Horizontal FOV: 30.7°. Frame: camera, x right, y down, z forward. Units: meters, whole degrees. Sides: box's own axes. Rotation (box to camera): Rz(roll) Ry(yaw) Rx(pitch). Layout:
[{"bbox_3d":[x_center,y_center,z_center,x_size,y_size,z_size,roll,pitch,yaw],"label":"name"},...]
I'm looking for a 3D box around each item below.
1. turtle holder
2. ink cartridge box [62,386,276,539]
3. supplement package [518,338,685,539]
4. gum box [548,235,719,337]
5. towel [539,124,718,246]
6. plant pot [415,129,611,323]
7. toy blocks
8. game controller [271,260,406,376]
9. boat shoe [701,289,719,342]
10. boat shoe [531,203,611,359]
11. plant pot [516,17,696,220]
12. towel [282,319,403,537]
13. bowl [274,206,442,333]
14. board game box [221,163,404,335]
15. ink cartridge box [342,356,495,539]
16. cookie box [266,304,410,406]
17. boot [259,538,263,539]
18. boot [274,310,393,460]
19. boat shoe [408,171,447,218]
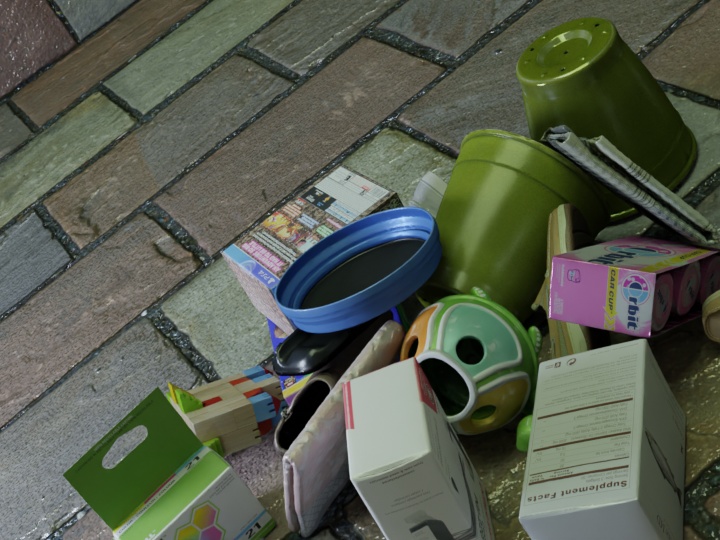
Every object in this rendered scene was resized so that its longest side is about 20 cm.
[{"bbox_3d":[0.118,0.120,1.391,0.140,0.187,0.132,-26,1,29],"label":"turtle holder"},{"bbox_3d":[-0.210,0.255,1.453,0.148,0.201,0.076,-43,33,-15],"label":"ink cartridge box"},{"bbox_3d":[0.231,0.183,1.230,0.116,0.117,0.201,-15,36,26],"label":"supplement package"},{"bbox_3d":[0.293,0.012,1.358,0.113,0.067,0.199,10,14,35],"label":"gum box"},{"bbox_3d":[0.292,-0.100,1.444,0.035,0.199,0.193,-55,4,6],"label":"towel"},{"bbox_3d":[0.161,-0.026,1.537,0.199,0.200,0.194,11,64,49],"label":"plant pot"},{"bbox_3d":[-0.152,0.173,1.622,0.135,0.101,0.200,-18,12,-16],"label":"toy blocks"},{"bbox_3d":[-0.013,0.052,1.473,0.200,0.042,0.104,-42,26,-28],"label":"game controller"},{"bbox_3d":[0.422,0.053,1.276,0.198,0.074,0.069,-5,35,37],"label":"boat shoe"},{"bbox_3d":[0.219,0.028,1.429,0.076,0.071,0.202,-18,66,34],"label":"boat shoe"},{"bbox_3d":[0.286,-0.197,1.618,0.199,0.194,0.201,-24,33,16],"label":"plant pot"},{"bbox_3d":[-0.017,0.174,1.424,0.032,0.192,0.200,28,59,17],"label":"towel"},{"bbox_3d":[0.000,0.000,1.462,0.199,0.040,0.201,-24,23,11],"label":"bowl"},{"bbox_3d":[-0.046,-0.023,1.642,0.199,0.097,0.159,-37,30,-12],"label":"board game box"},{"bbox_3d":[0.061,0.209,1.269,0.084,0.201,0.146,-20,33,9],"label":"ink cartridge box"},{"bbox_3d":[-0.022,0.086,1.635,0.170,0.076,0.201,-29,32,5],"label":"cookie box"},{"bbox_3d":[-0.107,0.366,1.334,0.146,0.070,0.199,-49,33,-12],"label":"boot"},{"bbox_3d":[-0.029,0.126,1.460,0.201,0.070,0.146,-62,-10,1],"label":"boot"},{"bbox_3d":[0.118,-0.068,1.734,0.069,0.072,0.200,-53,37,8],"label":"boat shoe"}]
